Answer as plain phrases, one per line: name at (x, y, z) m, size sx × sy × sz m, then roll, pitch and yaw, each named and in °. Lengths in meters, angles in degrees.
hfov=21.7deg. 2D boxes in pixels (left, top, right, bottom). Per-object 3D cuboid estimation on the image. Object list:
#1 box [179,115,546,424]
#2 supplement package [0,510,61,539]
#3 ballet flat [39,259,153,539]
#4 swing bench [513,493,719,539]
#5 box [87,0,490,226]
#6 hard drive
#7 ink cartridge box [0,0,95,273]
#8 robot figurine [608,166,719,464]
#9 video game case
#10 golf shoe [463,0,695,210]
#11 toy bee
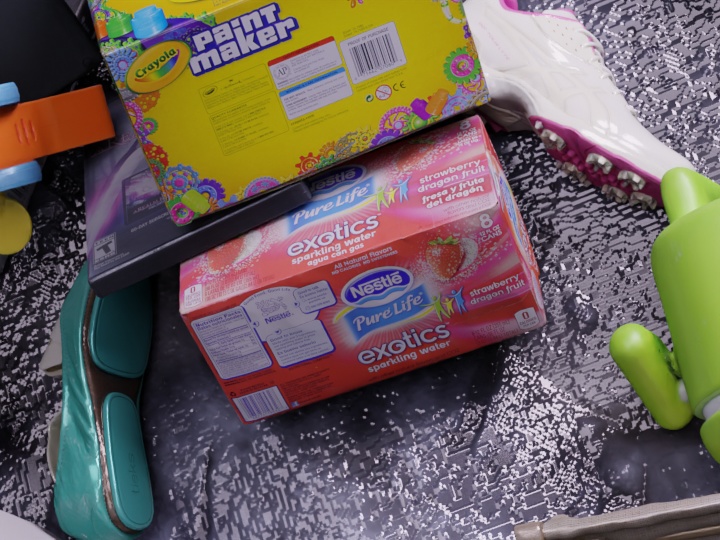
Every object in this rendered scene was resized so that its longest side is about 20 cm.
box at (0.000, 0.000, 1.117) m, size 0.199 × 0.100 × 0.096 m, roll -19°, pitch 38°, yaw 10°
supplement package at (-0.217, 0.209, 1.075) m, size 0.119 × 0.200 × 0.122 m, roll 32°, pitch 83°, yaw 22°
ballet flat at (-0.171, 0.075, 1.180) m, size 0.070 × 0.067 × 0.202 m, roll -14°, pitch 67°, yaw 26°
swing bench at (0.199, 0.222, 0.993) m, size 0.197 × 0.130 × 0.201 m, roll -11°, pitch 65°, yaw 13°
box at (-0.053, -0.155, 1.120) m, size 0.199 × 0.123 × 0.193 m, roll -22°, pitch 34°, yaw -2°
hard drive at (-0.272, -0.171, 1.176) m, size 0.139 × 0.200 × 0.033 m, roll -33°, pitch 34°, yaw 2°
ink cartridge box at (-0.300, -0.116, 1.288) m, size 0.199 × 0.047 × 0.199 m, roll 16°, pitch 78°, yaw 18°
robot figurine at (0.232, 0.030, 1.047) m, size 0.175 × 0.115 × 0.201 m, roll -23°, pitch 69°, yaw 26°
video game case at (-0.108, -0.074, 1.175) m, size 0.142 × 0.019 × 0.201 m, roll -25°, pitch 36°, yaw 8°
golf shoe at (0.129, -0.112, 1.147) m, size 0.199 × 0.075 × 0.092 m, roll 33°, pitch 81°, yaw 21°
toy bee at (-0.251, -0.080, 1.149) m, size 0.108 × 0.199 × 0.132 m, roll -10°, pitch 77°, yaw 35°
